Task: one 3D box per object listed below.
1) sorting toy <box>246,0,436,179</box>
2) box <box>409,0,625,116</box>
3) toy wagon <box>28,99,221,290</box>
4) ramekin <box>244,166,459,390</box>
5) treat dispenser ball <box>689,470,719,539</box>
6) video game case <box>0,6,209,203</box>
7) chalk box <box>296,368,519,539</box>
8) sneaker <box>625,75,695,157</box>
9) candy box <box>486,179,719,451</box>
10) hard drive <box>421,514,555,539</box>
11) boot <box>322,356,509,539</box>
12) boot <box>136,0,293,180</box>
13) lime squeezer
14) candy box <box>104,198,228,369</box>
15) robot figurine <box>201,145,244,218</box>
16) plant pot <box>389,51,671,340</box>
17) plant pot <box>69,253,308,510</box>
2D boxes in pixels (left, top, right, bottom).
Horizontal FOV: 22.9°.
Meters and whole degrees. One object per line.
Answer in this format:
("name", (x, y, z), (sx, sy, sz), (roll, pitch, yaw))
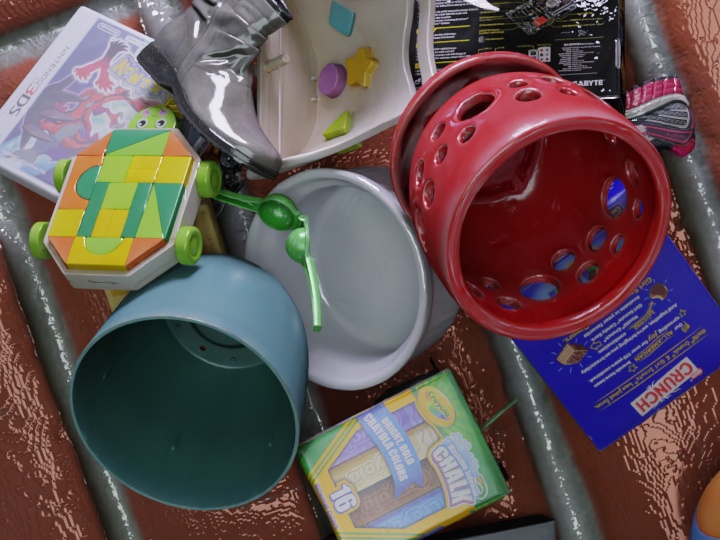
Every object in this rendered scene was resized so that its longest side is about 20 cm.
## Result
("sorting toy", (-0.007, -0.185, 1.578), (0.179, 0.106, 0.202), (-12, 73, 40))
("box", (0.138, -0.211, 1.598), (0.198, 0.049, 0.161), (-3, 67, 13))
("toy wagon", (-0.199, -0.073, 1.546), (0.154, 0.040, 0.201), (2, 58, 20))
("ramekin", (0.000, 0.000, 1.617), (0.199, 0.097, 0.202), (9, 106, 32))
("treat dispenser ball", (0.392, 0.247, 1.573), (0.199, 0.201, 0.203), (1, 95, 7))
("video game case", (-0.233, -0.138, 1.634), (0.199, 0.023, 0.183), (27, 71, 23))
("chalk box", (0.057, 0.171, 1.590), (0.199, 0.124, 0.125), (-25, 82, -2))
("sneaker", (0.208, -0.110, 1.621), (0.199, 0.081, 0.075), (-22, 88, 8))
("candy box", (0.222, 0.036, 1.608), (0.169, 0.077, 0.200), (-36, 110, 7))
("hard drive", (0.122, 0.340, 1.663), (0.139, 0.033, 0.202), (-6, 98, -28))
("boot", (0.022, 0.188, 1.684), (0.199, 0.077, 0.139), (-29, 87, -5))
("boot", (-0.105, -0.182, 1.554), (0.131, 0.068, 0.200), (-48, 58, 9))
("lime squeezer", (-0.071, -0.031, 1.551), (0.200, 0.070, 0.038), (47, 129, 25))
("candy box", (-0.171, 0.032, 1.655), (0.116, 0.057, 0.201), (-15, 114, 0))
("robot figurine", (-0.194, -0.078, 1.686), (0.144, 0.058, 0.201), (32, 99, 3))
("plant pot", (0.132, -0.070, 1.466), (0.199, 0.183, 0.202), (-8, 119, -15))
("plant pot", (-0.134, 0.079, 1.547), (0.199, 0.161, 0.202), (6, 124, 8))
